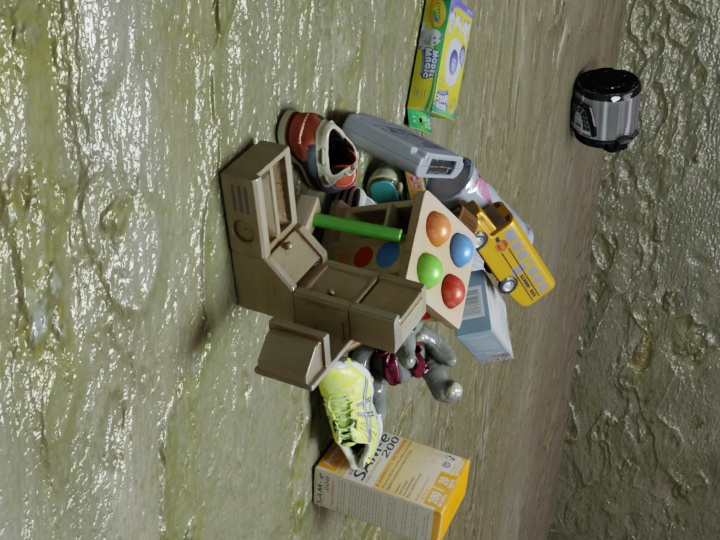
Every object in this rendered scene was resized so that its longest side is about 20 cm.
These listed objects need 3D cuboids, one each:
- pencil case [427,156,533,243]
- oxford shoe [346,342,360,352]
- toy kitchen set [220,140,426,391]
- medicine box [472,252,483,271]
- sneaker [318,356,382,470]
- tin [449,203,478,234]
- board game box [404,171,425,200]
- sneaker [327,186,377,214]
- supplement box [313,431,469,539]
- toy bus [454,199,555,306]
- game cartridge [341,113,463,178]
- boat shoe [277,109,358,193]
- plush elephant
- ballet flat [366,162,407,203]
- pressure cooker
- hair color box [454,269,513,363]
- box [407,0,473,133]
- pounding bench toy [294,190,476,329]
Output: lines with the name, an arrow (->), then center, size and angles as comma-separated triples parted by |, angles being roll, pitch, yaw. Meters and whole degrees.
pencil case -> 0.184, -0.089, 1.533 | 0.200, 0.083, 0.091 | 42, 15, -36
oxford shoe -> 0.030, 0.048, 1.368 | 0.200, 0.071, 0.071 | -33, 170, -32
toy kitchen set -> -0.056, -0.002, 1.043 | 0.163, 0.199, 0.181 | -49, 145, -45
medicine box -> 0.142, -0.019, 1.674 | 0.182, 0.102, 0.201 | 23, 81, -68
sneaker -> -0.012, 0.198, 1.396 | 0.077, 0.075, 0.201 | -82, 155, -46
tin -> 0.100, -0.009, 1.341 | 0.112, 0.042, 0.200 | -36, -162, 42
board game box -> 0.087, -0.106, 1.485 | 0.200, 0.030, 0.096 | -4, 83, -81
sneaker -> 0.000, 0.000, 1.315 | 0.115, 0.075, 0.201 | 24, 78, -44
supplement box -> 0.046, 0.310, 1.475 | 0.126, 0.199, 0.074 | -49, 148, -53
toy bus -> 0.211, -0.031, 1.484 | 0.200, 0.078, 0.065 | 50, 7, -38
game cartridge -> 0.052, -0.164, 1.319 | 0.200, 0.133, 0.042 | -11, 124, -68
boat shoe -> -0.036, -0.139, 1.211 | 0.200, 0.062, 0.072 | 39, 63, -68
plush elephant -> 0.061, 0.104, 1.469 | 0.155, 0.163, 0.201 | 87, -7, -66
ballet flat -> 0.049, -0.073, 1.472 | 0.070, 0.069, 0.201 | -56, 150, -43
pressure cooker -> 0.652, -0.414, 2.656 | 0.176, 0.177, 0.201 | -59, 151, -46
hair color box -> 0.192, 0.077, 1.587 | 0.200, 0.060, 0.100 | 43, 38, -65
box -> 0.121, -0.312, 1.538 | 0.117, 0.048, 0.201 | -6, 108, -68
pounding bench toy -> 0.028, -0.024, 1.176 | 0.200, 0.155, 0.125 | 38, 58, -45
